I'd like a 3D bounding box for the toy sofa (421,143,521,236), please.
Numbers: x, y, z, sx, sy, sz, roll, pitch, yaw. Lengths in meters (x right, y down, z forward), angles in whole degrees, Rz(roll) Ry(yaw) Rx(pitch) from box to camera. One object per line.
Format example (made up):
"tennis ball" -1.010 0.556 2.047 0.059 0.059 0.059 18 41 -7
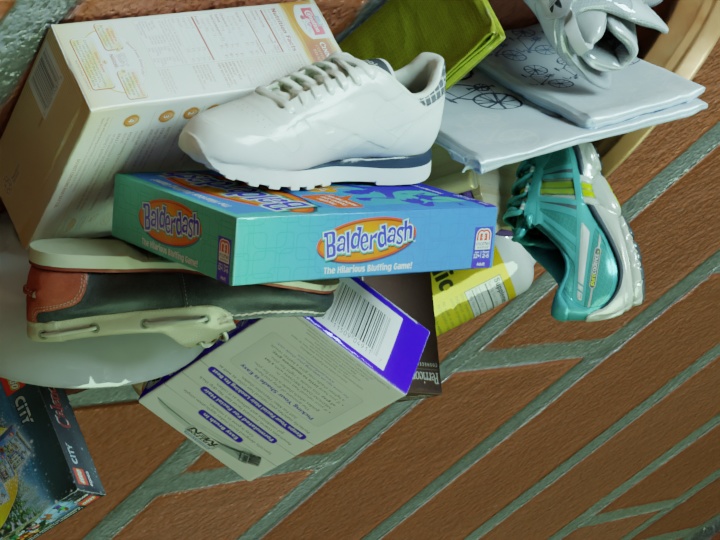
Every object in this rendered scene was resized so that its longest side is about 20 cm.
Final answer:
"toy sofa" 0.085 -0.061 1.457 0.082 0.098 0.200 -13 173 25

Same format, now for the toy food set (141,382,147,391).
"toy food set" -0.087 0.072 1.540 0.199 0.049 0.198 7 146 -39

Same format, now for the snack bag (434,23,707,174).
"snack bag" 0.113 -0.129 1.354 0.199 0.188 0.022 -17 121 -25

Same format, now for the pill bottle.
"pill bottle" 0.082 -0.012 1.649 0.199 0.112 0.111 -27 159 -1

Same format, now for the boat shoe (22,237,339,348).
"boat shoe" -0.114 0.018 1.206 0.199 0.063 0.071 3 -169 -7

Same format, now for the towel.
"towel" 0.010 -0.135 1.322 0.200 0.086 0.018 -38 153 27

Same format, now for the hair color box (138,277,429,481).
"hair color box" -0.056 0.068 1.337 0.109 0.065 0.200 38 138 -18

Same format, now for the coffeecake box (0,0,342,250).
"coffeecake box" -0.126 -0.098 1.267 0.199 0.073 0.154 -11 152 -34

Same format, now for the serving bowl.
"serving bowl" -0.198 0.003 1.304 0.199 0.200 0.066 -11 121 -34

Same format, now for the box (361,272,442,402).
"box" 0.000 0.000 1.451 0.075 0.201 0.100 -10 171 34

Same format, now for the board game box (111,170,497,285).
"board game box" -0.036 -0.032 1.217 0.199 0.152 0.045 -5 105 -36

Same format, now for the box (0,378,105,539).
"box" -0.281 0.108 1.387 0.136 0.201 0.038 -32 157 16

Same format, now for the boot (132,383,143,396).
"boot" -0.106 0.067 1.677 0.199 0.074 0.155 -16 158 8

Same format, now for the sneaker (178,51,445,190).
"sneaker" -0.029 -0.101 1.210 0.199 0.076 0.081 -9 126 -42

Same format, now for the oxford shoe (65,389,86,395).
"oxford shoe" -0.256 0.067 1.518 0.199 0.075 0.070 -17 -178 33

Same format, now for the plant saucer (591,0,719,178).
"plant saucer" 0.211 -0.145 1.473 0.200 0.037 0.200 -52 -174 7

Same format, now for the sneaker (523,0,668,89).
"sneaker" 0.178 -0.186 1.350 0.075 0.115 0.199 -43 153 30

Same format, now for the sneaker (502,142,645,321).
"sneaker" 0.139 -0.053 1.376 0.079 0.201 0.078 -18 152 -6
